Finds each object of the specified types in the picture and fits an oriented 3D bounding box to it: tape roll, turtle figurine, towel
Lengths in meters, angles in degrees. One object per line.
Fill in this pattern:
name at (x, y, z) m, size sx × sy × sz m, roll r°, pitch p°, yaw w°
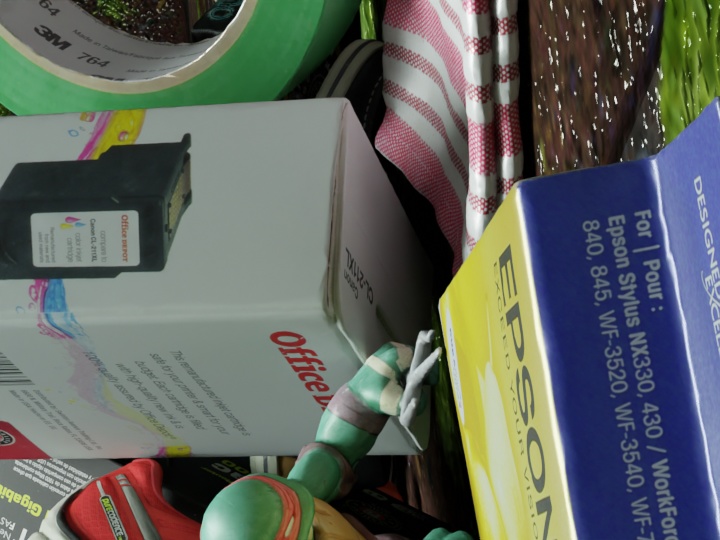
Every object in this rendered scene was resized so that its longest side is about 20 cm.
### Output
tape roll at (-0.091, -0.145, 0.769) m, size 0.048 × 0.199 × 0.202 m, roll -46°, pitch -43°, yaw -55°
turtle figurine at (0.003, 0.098, 0.652) m, size 0.200 × 0.100 × 0.151 m, roll 51°, pitch -152°, yaw -56°
towel at (0.025, -0.102, 0.679) m, size 0.147 × 0.030 × 0.201 m, roll -111°, pitch 15°, yaw -62°

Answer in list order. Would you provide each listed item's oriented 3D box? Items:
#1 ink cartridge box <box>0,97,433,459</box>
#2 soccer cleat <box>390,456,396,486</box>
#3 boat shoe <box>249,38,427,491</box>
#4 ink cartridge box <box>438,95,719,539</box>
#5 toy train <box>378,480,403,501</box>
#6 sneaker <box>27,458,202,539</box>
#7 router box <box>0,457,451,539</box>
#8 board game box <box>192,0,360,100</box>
ink cartridge box at (-0.082, 0.009, 0.748) m, size 0.146 × 0.198 × 0.083 m, roll 60°, pitch -149°, yaw -61°
soccer cleat at (-0.011, 0.112, 1.109) m, size 0.085 × 0.068 × 0.202 m, roll -125°, pitch 23°, yaw -67°
boat shoe at (0.000, 0.000, 0.858) m, size 0.075 × 0.062 × 0.202 m, roll 54°, pitch -136°, yaw -70°
ink cartridge box at (0.064, 0.081, 0.499) m, size 0.200 × 0.047 × 0.199 m, roll 100°, pitch 162°, yaw -78°
toy train at (-0.051, 0.100, 1.016) m, size 0.056 × 0.198 × 0.151 m, roll -123°, pitch 50°, yaw -73°
sneaker at (-0.036, 0.136, 0.748) m, size 0.199 × 0.085 × 0.077 m, roll 36°, pitch 152°, yaw 22°
router box at (-0.074, 0.107, 0.886) m, size 0.063 × 0.199 × 0.150 m, roll -68°, pitch -15°, yaw 9°
board game box at (-0.031, -0.048, 0.922) m, size 0.135 × 0.028 × 0.201 m, roll -58°, pitch -29°, yaw -52°
